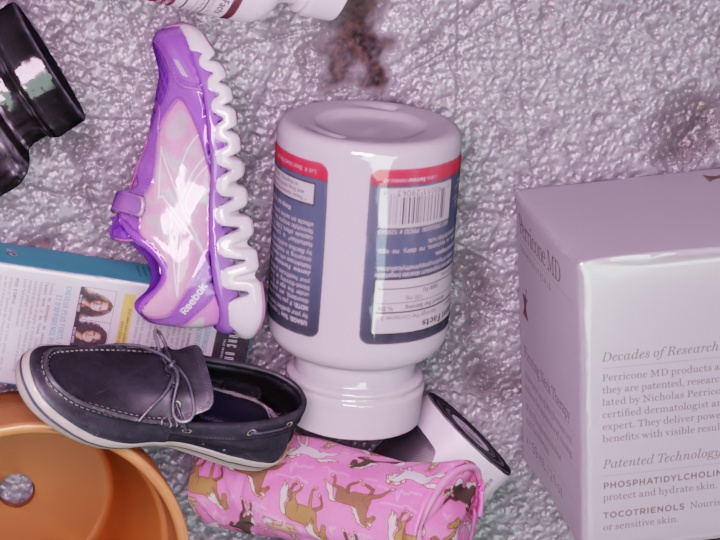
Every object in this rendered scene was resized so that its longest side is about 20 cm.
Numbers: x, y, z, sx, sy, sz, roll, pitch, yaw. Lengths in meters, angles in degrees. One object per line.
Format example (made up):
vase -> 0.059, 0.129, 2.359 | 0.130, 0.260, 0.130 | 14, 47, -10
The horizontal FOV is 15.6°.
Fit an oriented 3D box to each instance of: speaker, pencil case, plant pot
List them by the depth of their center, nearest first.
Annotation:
plant pot -> -0.216, 0.165, 1.696 | 0.200, 0.140, 0.200 | -4, 110, -10
pencil case -> -0.017, 0.145, 1.705 | 0.087, 0.200, 0.083 | 44, 61, -52
speaker -> 0.006, 0.180, 1.780 | 0.200, 0.081, 0.081 | -45, 111, 6

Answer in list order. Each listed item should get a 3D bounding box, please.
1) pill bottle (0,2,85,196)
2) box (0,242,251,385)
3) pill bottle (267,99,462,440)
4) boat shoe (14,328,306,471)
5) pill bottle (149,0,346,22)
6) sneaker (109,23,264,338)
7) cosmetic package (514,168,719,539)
pill bottle -> -0.275, -0.077, 1.615 | 0.200, 0.112, 0.112 | -32, 112, 0
box -> -0.172, 0.035, 1.708 | 0.200, 0.049, 0.082 | 9, 106, -15
pill bottle -> 0.000, 0.000, 1.695 | 0.119, 0.120, 0.200 | 0, 109, -12
boat shoe -> -0.120, 0.075, 1.625 | 0.200, 0.075, 0.062 | 15, 133, -32
pill bottle -> -0.103, -0.216, 1.603 | 0.200, 0.113, 0.113 | 12, 106, -16
sneaker -> -0.116, -0.052, 1.646 | 0.088, 0.080, 0.201 | -8, 91, -6
cosmetic package -> 0.201, 0.055, 1.731 | 0.166, 0.167, 0.200 | -6, 109, -9
